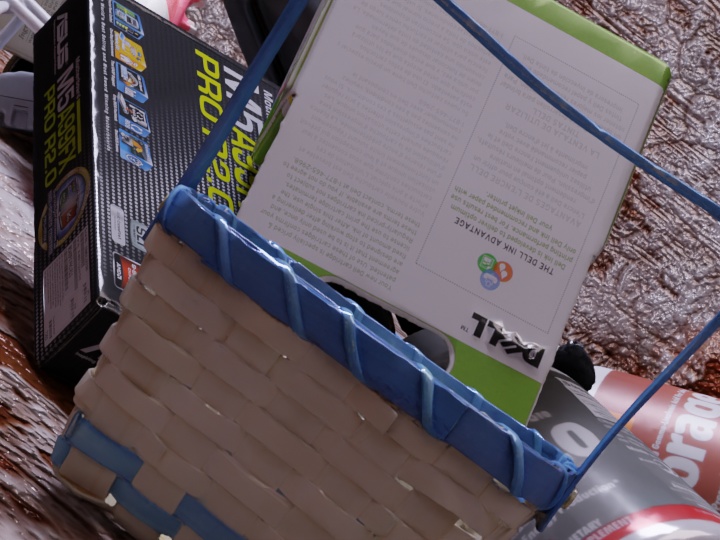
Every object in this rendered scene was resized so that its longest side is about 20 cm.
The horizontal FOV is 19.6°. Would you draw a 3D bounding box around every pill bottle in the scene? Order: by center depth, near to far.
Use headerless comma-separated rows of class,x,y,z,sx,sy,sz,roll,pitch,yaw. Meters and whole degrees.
pill bottle,0.074,0.108,0.870,0.114,0.114,0.200,34,6,-36
pill bottle,0.155,0.117,1.118,0.198,0.113,0.112,15,-2,18

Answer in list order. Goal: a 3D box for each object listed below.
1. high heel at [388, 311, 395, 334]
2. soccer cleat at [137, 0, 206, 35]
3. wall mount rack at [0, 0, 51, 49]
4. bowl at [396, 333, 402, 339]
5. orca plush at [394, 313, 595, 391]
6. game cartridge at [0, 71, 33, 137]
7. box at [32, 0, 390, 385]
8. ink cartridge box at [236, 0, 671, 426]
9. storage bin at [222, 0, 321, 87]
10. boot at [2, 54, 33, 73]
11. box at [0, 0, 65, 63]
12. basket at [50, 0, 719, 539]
high heel,0.000,0.000,1.106,0.142,0.072,0.200,15,15,-39
soccer cleat,-0.142,-0.101,1.126,0.076,0.067,0.201,22,49,-5
wall mount rack,-0.252,-0.165,1.142,0.200,0.075,0.174,44,6,-4
bowl,-0.035,0.028,1.238,0.200,0.039,0.201,38,5,-4
orca plush,0.050,0.044,0.990,0.105,0.071,0.200,28,-16,27
game cartridge,-0.107,-0.080,1.235,0.198,0.042,0.133,11,3,13
box,-0.062,-0.015,0.880,0.159,0.044,0.201,28,35,-31
ink cartridge box,0.023,-0.026,0.869,0.147,0.201,0.076,27,-24,-7
storage bin,0.038,-0.095,1.042,0.135,0.145,0.200,52,-8,27
boot,-0.151,-0.093,1.404,0.199,0.075,0.097,32,16,10
box,-0.226,-0.182,1.287,0.199,0.083,0.068,26,2,5
basket,0.005,0.017,0.681,0.176,0.201,0.139,39,5,5
